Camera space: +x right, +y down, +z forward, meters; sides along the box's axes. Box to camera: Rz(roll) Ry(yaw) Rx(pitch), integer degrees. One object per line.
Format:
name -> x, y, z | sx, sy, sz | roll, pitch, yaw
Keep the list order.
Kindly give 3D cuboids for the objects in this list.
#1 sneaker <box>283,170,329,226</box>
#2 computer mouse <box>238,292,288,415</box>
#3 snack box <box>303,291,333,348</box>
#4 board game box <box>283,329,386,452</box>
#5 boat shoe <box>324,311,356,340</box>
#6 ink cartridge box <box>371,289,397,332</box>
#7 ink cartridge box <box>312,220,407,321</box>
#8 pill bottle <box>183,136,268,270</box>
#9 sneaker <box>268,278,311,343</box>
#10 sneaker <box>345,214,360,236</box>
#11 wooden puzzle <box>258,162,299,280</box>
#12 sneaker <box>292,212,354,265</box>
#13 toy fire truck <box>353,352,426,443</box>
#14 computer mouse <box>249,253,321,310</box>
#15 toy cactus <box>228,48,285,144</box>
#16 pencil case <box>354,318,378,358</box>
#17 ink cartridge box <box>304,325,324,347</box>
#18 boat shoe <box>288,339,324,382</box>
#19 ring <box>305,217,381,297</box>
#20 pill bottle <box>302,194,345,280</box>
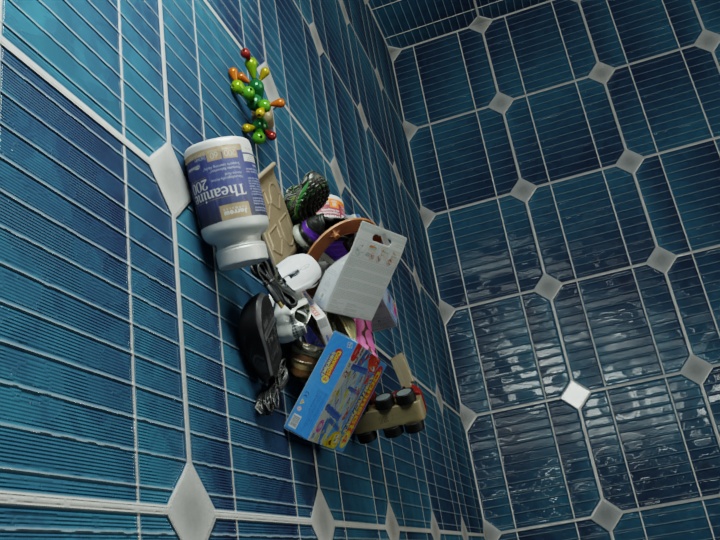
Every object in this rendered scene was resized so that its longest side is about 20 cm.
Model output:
sneaker -> -0.128, -0.150, 1.622 | 0.085, 0.078, 0.200 | 56, -30, 12
computer mouse -> -0.172, 0.134, 1.312 | 0.139, 0.053, 0.200 | -67, 151, -67
snack box -> -0.093, 0.091, 1.541 | 0.072, 0.024, 0.200 | 70, -12, -21
board game box -> -0.042, 0.236, 1.479 | 0.200, 0.056, 0.196 | -62, 155, -9
boat shoe -> -0.034, 0.167, 1.633 | 0.063, 0.073, 0.201 | 37, 35, -53
ink cartridge box -> -0.003, 0.069, 1.876 | 0.200, 0.136, 0.076 | 61, 18, -48
ink cartridge box -> 0.000, 0.000, 1.621 | 0.160, 0.047, 0.200 | 17, 98, -49
pill bottle -> -0.212, -0.106, 1.256 | 0.111, 0.111, 0.200 | 3, 73, -76
sneaker -> -0.130, 0.070, 1.477 | 0.200, 0.080, 0.076 | -88, 157, -55
sneaker -> -0.010, -0.064, 1.926 | 0.200, 0.081, 0.147 | 41, -34, 39
wooden puzzle -> -0.181, -0.097, 1.530 | 0.185, 0.046, 0.200 | -67, 145, -68
sneaker -> -0.038, -0.061, 1.630 | 0.200, 0.099, 0.070 | 27, 39, -39
toy fire truck -> 0.065, 0.295, 1.830 | 0.200, 0.176, 0.129 | -57, 131, -73
computer mouse -> -0.122, 0.004, 1.448 | 0.110, 0.044, 0.200 | 51, 25, 3
toy cactus -> -0.206, -0.346, 1.614 | 0.165, 0.102, 0.200 | 65, 5, -73
pencil case -> -0.007, 0.131, 1.737 | 0.094, 0.091, 0.200 | 113, -25, -51
ink cartridge box -> -0.064, 0.169, 1.729 | 0.196, 0.043, 0.200 | -73, 147, -65
boat shoe -> -0.104, 0.180, 1.508 | 0.200, 0.076, 0.074 | 52, 53, -78
ring -> -0.034, -0.020, 1.608 | 0.019, 0.200, 0.200 | 45, -7, 37
pill bottle -> -0.079, -0.063, 1.761 | 0.110, 0.109, 0.200 | 47, 31, -64
